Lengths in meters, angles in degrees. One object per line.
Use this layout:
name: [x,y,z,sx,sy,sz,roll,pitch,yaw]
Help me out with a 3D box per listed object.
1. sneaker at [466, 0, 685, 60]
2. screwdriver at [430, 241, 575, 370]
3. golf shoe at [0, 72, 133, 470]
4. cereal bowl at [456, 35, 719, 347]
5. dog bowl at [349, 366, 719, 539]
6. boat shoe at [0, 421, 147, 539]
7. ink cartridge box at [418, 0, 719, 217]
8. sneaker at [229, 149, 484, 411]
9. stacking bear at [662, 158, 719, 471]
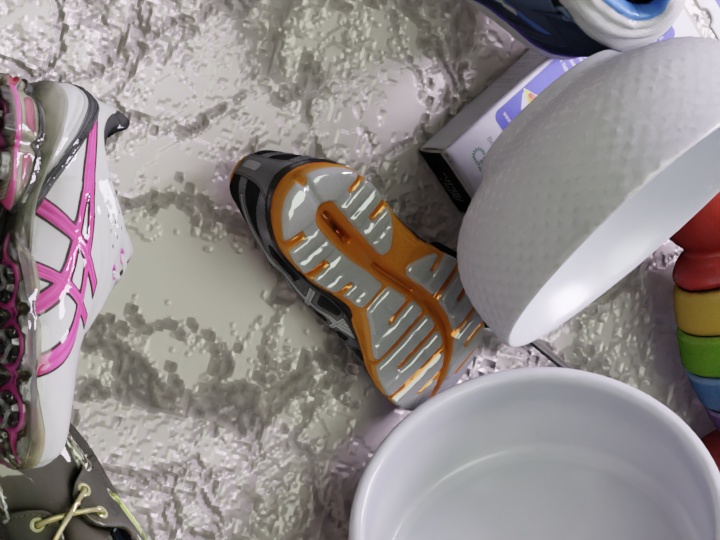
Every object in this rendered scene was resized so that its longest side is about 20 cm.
sneaker: [0.080,-0.182,1.497,0.200,0.146,0.081,32,75,-16]
screwdriver: [0.105,0.043,1.616,0.200,0.028,0.029,34,48,-30]
golf shoe: [-0.149,0.001,1.416,0.092,0.073,0.200,8,75,-32]
cereal bowl: [0.124,-0.053,1.495,0.200,0.200,0.083,-37,77,-22]
dog bowl: [0.096,0.154,1.518,0.200,0.200,0.079,-41,150,-21]
boat shoe: [-0.146,0.138,1.456,0.072,0.060,0.202,-33,110,-24]
ink cartridge box: [0.131,-0.092,1.613,0.200,0.037,0.095,-41,112,-18]
sneaker: [0.000,0.000,1.526,0.078,0.077,0.200,-47,133,-13]
stacking bear: [0.224,0.014,1.631,0.121,0.114,0.200,-28,106,-25]
